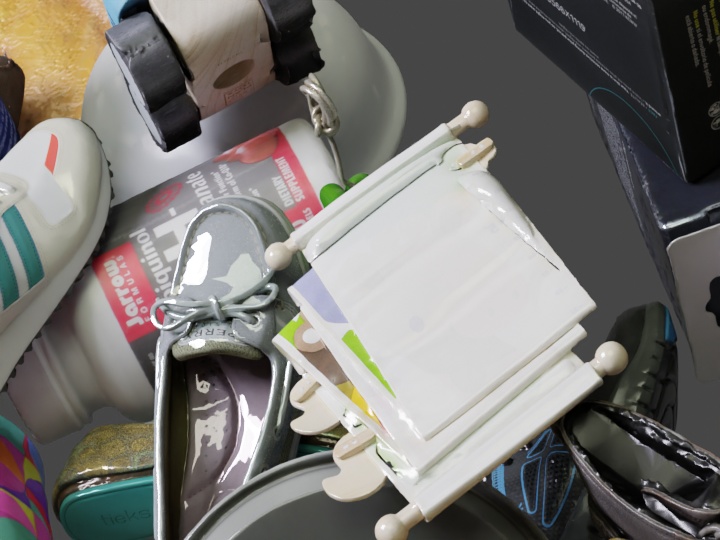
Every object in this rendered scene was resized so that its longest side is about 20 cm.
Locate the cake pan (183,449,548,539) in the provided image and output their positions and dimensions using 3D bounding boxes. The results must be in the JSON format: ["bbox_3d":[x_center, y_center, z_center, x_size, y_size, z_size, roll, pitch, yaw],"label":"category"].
[{"bbox_3d":[0.003,0.177,0.884,0.199,0.037,0.202,0,87,0],"label":"cake pan"}]

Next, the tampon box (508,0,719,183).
[{"bbox_3d":[0.178,-0.174,0.976,0.199,0.127,0.150,-35,50,-10],"label":"tampon box"}]

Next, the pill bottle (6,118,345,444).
[{"bbox_3d":[-0.094,0.011,1.082,0.199,0.111,0.111,-27,48,-4],"label":"pill bottle"}]

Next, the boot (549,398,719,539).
[{"bbox_3d":[0.158,0.146,0.842,0.069,0.175,0.200,-43,50,-18],"label":"boot"}]

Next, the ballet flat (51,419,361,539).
[{"bbox_3d":[-0.056,0.096,1.034,0.199,0.071,0.071,-6,50,14],"label":"ballet flat"}]

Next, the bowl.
[{"bbox_3d":[-0.080,-0.106,1.189,0.200,0.091,0.202,-9,49,11],"label":"bowl"}]

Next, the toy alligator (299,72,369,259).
[{"bbox_3d":[0.000,0.000,1.008,0.054,0.201,0.059,-32,27,-5],"label":"toy alligator"}]

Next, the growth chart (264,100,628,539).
[{"bbox_3d":[0.027,0.019,0.897,0.144,0.018,0.200,-32,44,4],"label":"growth chart"}]

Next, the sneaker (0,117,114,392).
[{"bbox_3d":[-0.194,-0.008,1.007,0.070,0.093,0.201,6,59,41],"label":"sneaker"}]

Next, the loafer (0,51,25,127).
[{"bbox_3d":[-0.289,-0.108,1.282,0.199,0.073,0.071,11,45,20],"label":"loafer"}]

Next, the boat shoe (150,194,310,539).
[{"bbox_3d":[-0.064,0.061,0.969,0.074,0.065,0.203,2,81,18],"label":"boat shoe"}]

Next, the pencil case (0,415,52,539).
[{"bbox_3d":[-0.184,0.137,0.987,0.088,0.089,0.200,-25,23,-3],"label":"pencil case"}]

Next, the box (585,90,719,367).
[{"bbox_3d":[0.223,-0.086,1.051,0.195,0.118,0.201,-19,47,4],"label":"box"}]

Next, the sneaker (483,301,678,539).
[{"bbox_3d":[0.095,0.093,0.975,0.081,0.073,0.201,11,56,25],"label":"sneaker"}]

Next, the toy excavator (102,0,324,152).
[{"bbox_3d":[-0.109,-0.168,1.112,0.099,0.195,0.201,-29,77,-6],"label":"toy excavator"}]

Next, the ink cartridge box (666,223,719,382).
[{"bbox_3d":[0.252,0.011,0.961,0.199,0.116,0.068,-19,47,4],"label":"ink cartridge box"}]

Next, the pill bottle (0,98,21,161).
[{"bbox_3d":[-0.252,-0.070,1.142,0.119,0.201,0.120,-10,49,11],"label":"pill bottle"}]
